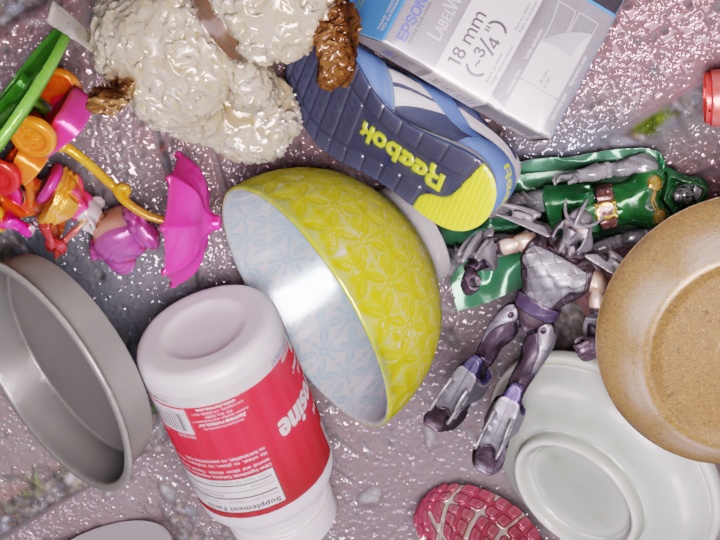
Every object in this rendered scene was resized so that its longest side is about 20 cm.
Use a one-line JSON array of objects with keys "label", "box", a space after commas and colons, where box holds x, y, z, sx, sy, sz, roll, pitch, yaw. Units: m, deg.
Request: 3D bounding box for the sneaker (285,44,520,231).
[{"label": "sneaker", "box": [0.030, -0.104, 1.151, 0.200, 0.082, 0.074, 41, 126, 18]}]

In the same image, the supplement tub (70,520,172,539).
[{"label": "supplement tub", "box": [-0.181, 0.322, 1.317, 0.131, 0.132, 0.202, -13, 110, 10]}]

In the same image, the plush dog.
[{"label": "plush dog", "box": [-0.092, -0.172, 1.076, 0.171, 0.160, 0.201, -34, 94, 26]}]

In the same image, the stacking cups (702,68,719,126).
[{"label": "stacking cups", "box": [0.341, -0.120, 1.133, 0.198, 0.061, 0.061, -2, 112, 11]}]

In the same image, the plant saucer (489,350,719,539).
[{"label": "plant saucer", "box": [0.170, 0.154, 1.203, 0.199, 0.050, 0.201, 26, 137, 27]}]

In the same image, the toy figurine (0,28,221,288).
[{"label": "toy figurine", "box": [-0.198, -0.051, 1.183, 0.184, 0.151, 0.200, 36, 133, -19]}]

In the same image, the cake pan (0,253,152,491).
[{"label": "cake pan", "box": [-0.223, 0.072, 1.211, 0.200, 0.037, 0.201, 35, 144, 31]}]

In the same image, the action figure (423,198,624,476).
[{"label": "action figure", "box": [0.118, 0.039, 1.145, 0.130, 0.069, 0.201, 32, 108, 20]}]

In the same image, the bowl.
[{"label": "bowl", "box": [0.000, 0.000, 1.164, 0.107, 0.200, 0.201, -33, 109, -19]}]

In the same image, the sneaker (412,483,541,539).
[{"label": "sneaker", "box": [0.126, 0.246, 1.292, 0.199, 0.075, 0.081, 35, 70, 3]}]

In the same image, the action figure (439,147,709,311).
[{"label": "action figure", "box": [0.155, -0.043, 1.183, 0.198, 0.055, 0.119, -12, 108, 6]}]

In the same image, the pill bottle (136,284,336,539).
[{"label": "pill bottle", "box": [-0.086, 0.120, 1.226, 0.111, 0.113, 0.201, -13, 125, 10]}]

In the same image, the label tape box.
[{"label": "label tape box", "box": [0.072, -0.198, 1.098, 0.199, 0.063, 0.145, 28, 92, -7]}]

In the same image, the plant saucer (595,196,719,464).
[{"label": "plant saucer", "box": [0.258, 0.049, 1.083, 0.198, 0.036, 0.202, 0, 112, 0]}]
